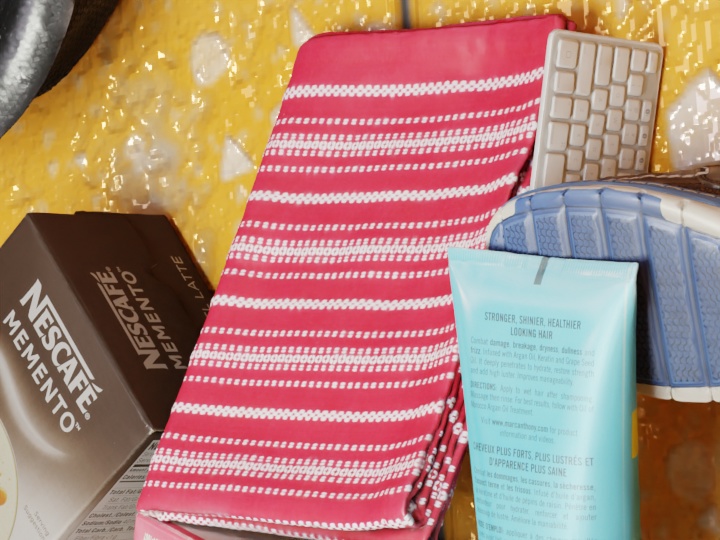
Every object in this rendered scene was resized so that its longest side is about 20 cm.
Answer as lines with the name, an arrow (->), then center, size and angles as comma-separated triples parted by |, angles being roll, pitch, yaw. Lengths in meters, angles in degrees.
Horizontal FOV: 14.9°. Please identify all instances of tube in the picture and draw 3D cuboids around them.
tube -> 0.065, 0.093, 0.905 | 0.077, 0.050, 0.200 | 3, 104, 37

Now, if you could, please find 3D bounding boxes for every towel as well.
towel -> 0.000, 0.000, 0.987 | 0.145, 0.022, 0.200 | 1, 65, 43

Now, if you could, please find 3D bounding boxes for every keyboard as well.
keyboard -> 0.073, 0.019, 0.952 | 0.011, 0.056, 0.200 | 10, 95, 42

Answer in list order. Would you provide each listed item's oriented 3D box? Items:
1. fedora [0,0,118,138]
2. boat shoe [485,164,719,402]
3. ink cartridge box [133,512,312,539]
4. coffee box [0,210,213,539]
fedora -> -0.167, -0.120, 1.140 | 0.200, 0.092, 0.201 | -2, 87, 37
boat shoe -> 0.138, -0.001, 0.883 | 0.200, 0.072, 0.072 | 8, 118, 31
ink cartridge box -> -0.032, 0.196, 0.988 | 0.146, 0.083, 0.200 | -168, 82, -67
coffee box -> -0.136, 0.082, 1.114 | 0.200, 0.080, 0.114 | -49, 60, 28
